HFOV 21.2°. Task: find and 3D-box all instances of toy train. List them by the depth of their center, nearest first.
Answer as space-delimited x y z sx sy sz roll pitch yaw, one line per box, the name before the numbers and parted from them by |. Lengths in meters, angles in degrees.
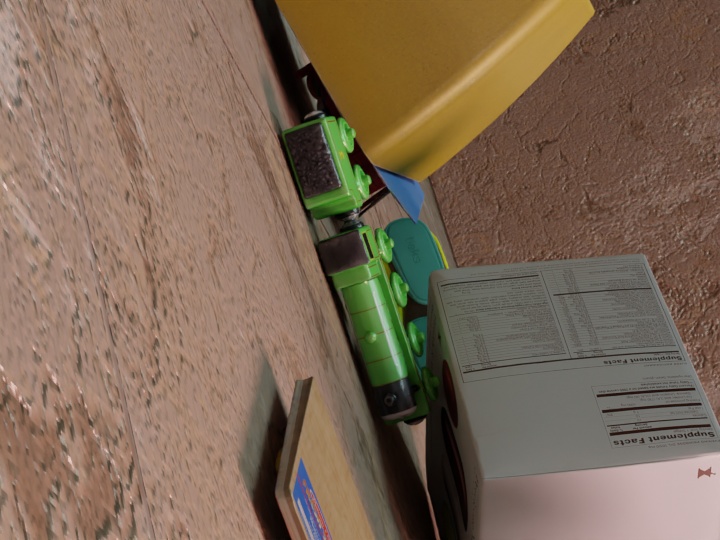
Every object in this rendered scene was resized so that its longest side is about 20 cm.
toy train | 0.000 0.000 1.158 0.056 0.042 0.201 -24 95 -75

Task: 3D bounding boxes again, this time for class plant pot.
plant pot | 0.049 -0.197 1.323 0.200 0.176 0.200 60 10 7

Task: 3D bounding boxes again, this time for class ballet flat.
ballet flat | 0.054 0.046 1.473 0.067 0.066 0.200 96 -17 -45

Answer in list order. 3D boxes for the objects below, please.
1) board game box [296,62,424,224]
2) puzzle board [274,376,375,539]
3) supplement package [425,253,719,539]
board game box | -0.014 -0.101 1.363 0.158 0.039 0.200 58 9 -7
puzzle board | 0.004 0.154 0.755 0.151 0.017 0.201 -80 150 -78
supplement package | 0.125 0.127 1.196 0.200 0.146 0.192 -102 -171 -55
